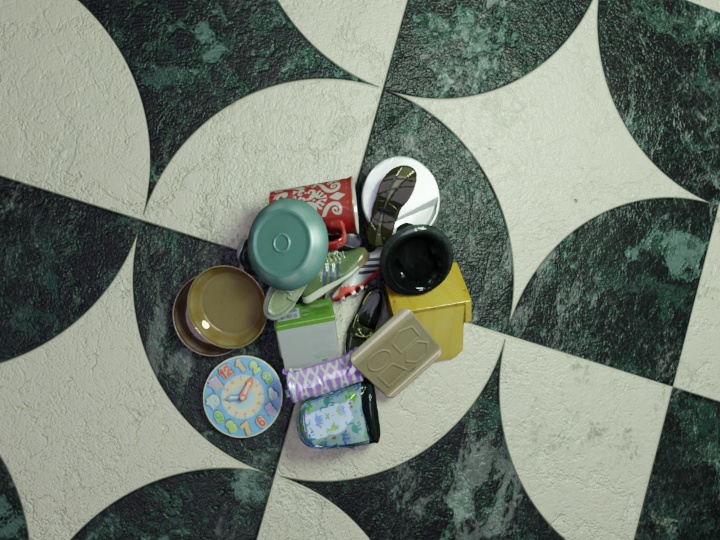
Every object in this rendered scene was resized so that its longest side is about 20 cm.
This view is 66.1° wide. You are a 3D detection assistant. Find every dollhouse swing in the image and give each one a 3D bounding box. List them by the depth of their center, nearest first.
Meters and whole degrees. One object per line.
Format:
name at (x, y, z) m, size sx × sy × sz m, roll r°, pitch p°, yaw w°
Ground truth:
dollhouse swing at (0.167, 0.109, 1.420) m, size 0.195 × 0.178 × 0.184 m, roll -9°, pitch 49°, yaw -5°

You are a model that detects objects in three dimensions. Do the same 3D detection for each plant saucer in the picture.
plant saucer at (-0.167, -0.059, 1.212) m, size 0.195 × 0.036 × 0.206 m, roll -1°, pitch 87°, yaw 16°
plant saucer at (-0.312, 0.083, 1.315) m, size 0.195 × 0.035 × 0.206 m, roll 2°, pitch 104°, yaw 6°
plant saucer at (-0.361, 0.107, 1.367) m, size 0.195 × 0.037 × 0.206 m, roll 0°, pitch 90°, yaw -6°

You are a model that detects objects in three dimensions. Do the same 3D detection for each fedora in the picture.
fedora at (0.124, -0.041, 1.310) m, size 0.195 × 0.092 × 0.204 m, roll -6°, pitch 127°, yaw -8°

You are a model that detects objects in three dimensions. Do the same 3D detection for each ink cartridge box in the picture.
ink cartridge box at (-0.129, 0.185, 1.377) m, size 0.144 × 0.076 × 0.204 m, roll -9°, pitch 123°, yaw -6°

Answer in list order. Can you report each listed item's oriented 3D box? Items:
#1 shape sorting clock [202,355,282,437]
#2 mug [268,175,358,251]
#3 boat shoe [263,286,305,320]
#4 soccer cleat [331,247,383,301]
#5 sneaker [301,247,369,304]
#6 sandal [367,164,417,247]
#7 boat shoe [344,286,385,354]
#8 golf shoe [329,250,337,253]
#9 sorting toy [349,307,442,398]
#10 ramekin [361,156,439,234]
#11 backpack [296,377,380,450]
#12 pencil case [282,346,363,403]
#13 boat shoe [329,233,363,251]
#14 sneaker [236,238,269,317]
shape sorting clock at (-0.290, 0.313, 1.370) m, size 0.194 × 0.039 × 0.206 m, roll 0°, pitch 89°, yaw -5°
mug at (-0.107, -0.133, 1.271) m, size 0.194 × 0.178 × 0.137 m, roll -5°, pitch 113°, yaw 4°
boat shoe at (-0.156, 0.027, 1.255) m, size 0.071 × 0.062 × 0.202 m, roll 36°, pitch 93°, yaw -6°
soccer cleat at (0.000, 0.000, 1.379) m, size 0.198 × 0.069 × 0.086 m, roll -37°, pitch 79°, yaw 4°
sneaker at (-0.079, -0.011, 1.315) m, size 0.198 × 0.067 × 0.091 m, roll -35°, pitch 112°, yaw 3°
sandal at (0.072, -0.154, 1.314) m, size 0.080 × 0.055 × 0.204 m, roll 19°, pitch 102°, yaw 1°
boat shoe at (0.010, 0.138, 1.390) m, size 0.070 × 0.061 × 0.206 m, roll 19°, pitch 87°, yaw -5°
golf shoe at (-0.128, -0.031, 1.372) m, size 0.197 × 0.078 × 0.096 m, roll 27°, pitch 87°, yaw -4°
sorting toy at (0.087, 0.199, 1.331) m, size 0.184 × 0.037 × 0.200 m, roll -41°, pitch 129°, yaw 1°
ramekin at (0.095, -0.173, 1.386) m, size 0.197 × 0.094 × 0.208 m, roll 0°, pitch 89°, yaw -5°
backpack at (-0.060, 0.360, 1.351) m, size 0.195 × 0.154 × 0.168 m, roll -7°, pitch 89°, yaw 10°
pencil case at (-0.089, 0.253, 1.335) m, size 0.195 × 0.084 × 0.088 m, roll -15°, pitch 95°, yaw -8°
boat shoe at (-0.078, -0.110, 1.386) m, size 0.199 × 0.063 × 0.075 m, roll 33°, pitch 84°, yaw -6°
sneaker at (-0.230, 0.013, 1.339) m, size 0.112 × 0.075 × 0.205 m, roll -15°, pitch 87°, yaw 31°
